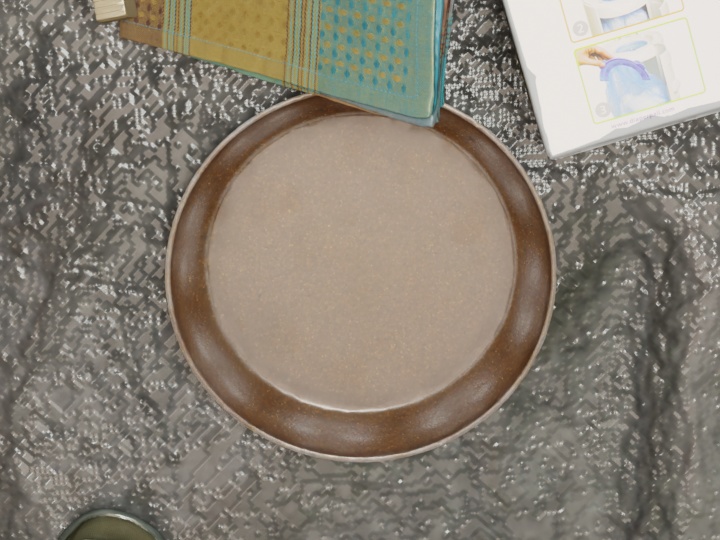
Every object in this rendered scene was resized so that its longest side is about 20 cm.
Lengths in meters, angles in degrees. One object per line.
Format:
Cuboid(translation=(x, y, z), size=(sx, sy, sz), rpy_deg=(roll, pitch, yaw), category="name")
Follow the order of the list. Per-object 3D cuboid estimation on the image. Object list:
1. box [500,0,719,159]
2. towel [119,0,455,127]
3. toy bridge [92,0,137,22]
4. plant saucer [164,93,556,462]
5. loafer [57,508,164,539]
Cuboid(translation=(0.107, -0.171, 0.967), size=(0.101, 0.113, 0.200), rpy_deg=(-16, 105, 6), category="box")
Cuboid(translation=(-0.034, -0.159, 0.959), size=(0.200, 0.022, 0.147), rpy_deg=(18, 110, 35), category="towel")
Cuboid(translation=(-0.208, -0.141, 1.012), size=(0.200, 0.027, 0.067), rpy_deg=(-10, 95, 7), category="toy bridge")
Cuboid(translation=(0.000, 0.000, 1.057), size=(0.200, 0.034, 0.200), rpy_deg=(0, 107, -1), category="plant saucer")
Cuboid(translation=(-0.154, 0.224, 1.101), size=(0.075, 0.070, 0.200), rpy_deg=(17, 105, -6), category="loafer")
